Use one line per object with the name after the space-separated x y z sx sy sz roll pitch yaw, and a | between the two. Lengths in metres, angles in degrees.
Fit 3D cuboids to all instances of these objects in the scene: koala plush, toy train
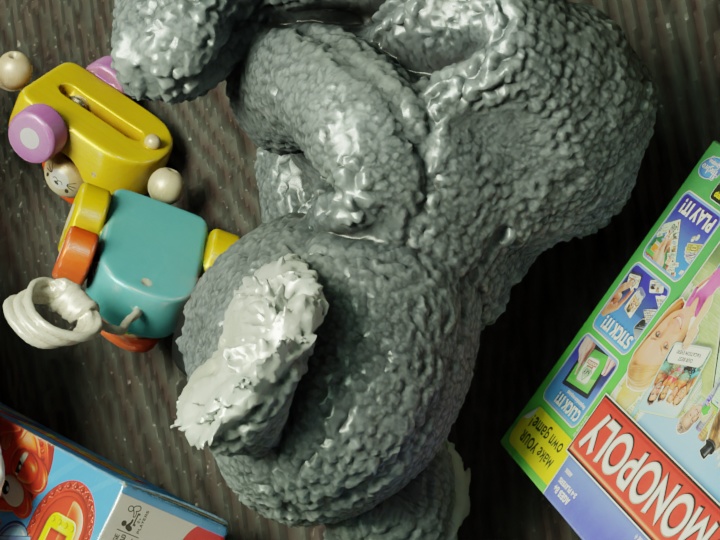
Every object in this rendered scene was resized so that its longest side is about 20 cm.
0.000 0.000 1.032 0.183 0.178 0.201 1 58 28 | koala plush
-0.137 -0.027 1.182 0.200 0.150 0.056 52 133 31 | toy train

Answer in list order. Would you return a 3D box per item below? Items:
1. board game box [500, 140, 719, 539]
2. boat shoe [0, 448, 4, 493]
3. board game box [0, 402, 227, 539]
0.123 0.043 0.974 0.135 0.029 0.200 -54 22 5 | board game box
-0.174 0.023 1.137 0.065 0.073 0.201 -46 53 32 | boat shoe
-0.165 0.152 1.153 0.195 0.056 0.201 20 84 50 | board game box
